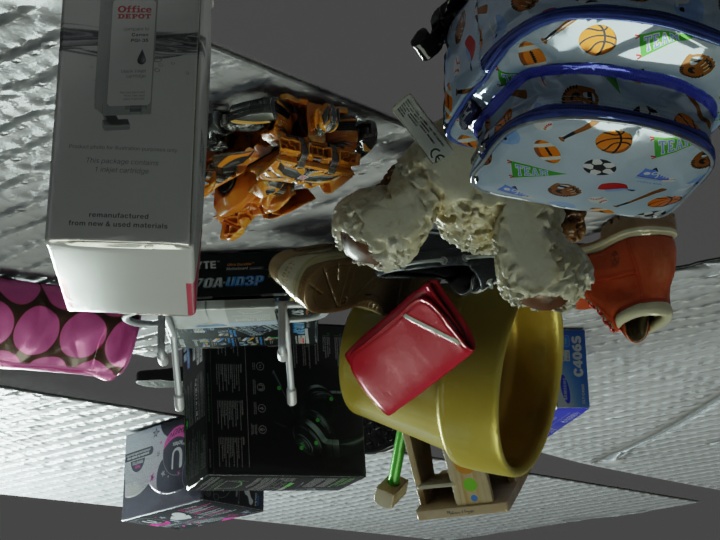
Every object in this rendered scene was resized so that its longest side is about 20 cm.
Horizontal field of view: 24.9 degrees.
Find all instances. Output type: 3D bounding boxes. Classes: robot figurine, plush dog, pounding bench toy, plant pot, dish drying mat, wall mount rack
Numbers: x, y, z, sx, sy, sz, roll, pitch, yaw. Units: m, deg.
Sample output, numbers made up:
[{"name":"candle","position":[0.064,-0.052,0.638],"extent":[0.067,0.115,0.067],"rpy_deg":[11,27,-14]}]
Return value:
[{"name":"robot figurine","position":[-0.077,-0.078,1.241],"extent":[0.144,0.059,0.199],"rpy_deg":[8,161,-36]},{"name":"plush dog","position":[0.090,-0.065,1.237],"extent":[0.197,0.163,0.172],"rpy_deg":[13,-177,5]},{"name":"pounding bench toy","position":[0.094,0.218,2.080],"extent":[0.198,0.158,0.124],"rpy_deg":[-10,-165,23]},{"name":"plant pot","position":[0.087,0.096,1.650],"extent":[0.187,0.203,0.201],"rpy_deg":[6,169,25]},{"name":"dish drying mat","position":[0.043,0.076,1.514],"extent":[0.018,0.077,0.200],"rpy_deg":[-33,174,-32]},{"name":"wall mount rack","position":[-0.127,0.079,1.569],"extent":[0.197,0.076,0.174],"rpy_deg":[-2,162,0]}]

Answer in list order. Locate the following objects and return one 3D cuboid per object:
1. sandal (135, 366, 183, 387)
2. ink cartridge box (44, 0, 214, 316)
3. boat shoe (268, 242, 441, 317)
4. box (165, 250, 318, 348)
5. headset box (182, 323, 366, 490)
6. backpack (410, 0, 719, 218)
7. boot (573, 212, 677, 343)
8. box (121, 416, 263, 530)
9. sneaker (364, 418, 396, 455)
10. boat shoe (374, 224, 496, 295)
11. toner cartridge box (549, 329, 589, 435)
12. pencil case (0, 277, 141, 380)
[{"name":"sandal","position":[-0.176,0.140,1.986],"extent":[0.197,0.046,0.075],"rpy_deg":[-6,163,10]},{"name":"ink cartridge box","position":[-0.130,-0.089,0.947],"extent":[0.082,0.203,0.147],"rpy_deg":[2,163,-4]},{"name":"boat shoe","position":[0.000,0.000,1.528],"extent":[0.064,0.072,0.199],"rpy_deg":[29,-164,38]},{"name":"box","position":[-0.120,0.032,1.629],"extent":[0.157,0.047,0.200],"rpy_deg":[-2,163,-1]},{"name":"headset box","position":[-0.090,0.151,1.812],"extent":[0.198,0.176,0.093],"rpy_deg":[2,163,-21]},{"name":"backpack","position":[0.146,-0.126,0.980],"extent":[0.197,0.156,0.191],"rpy_deg":[4,152,-12]},{"name":"boot","position":[0.239,0.022,1.553],"extent":[0.074,0.109,0.200],"rpy_deg":[0,165,-16]},{"name":"box","position":[-0.239,0.284,2.311],"extent":[0.114,0.134,0.199],"rpy_deg":[16,155,-40]},{"name":"sneaker","position":[0.067,0.215,2.234],"extent":[0.198,0.073,0.083],"rpy_deg":[-11,163,27]},{"name":"boat shoe","position":[0.101,-0.010,1.485],"extent":[0.198,0.069,0.072],"rpy_deg":[7,161,-28]},{"name":"toner cartridge box","position":[0.225,0.141,1.972],"extent":[0.043,0.096,0.200],"rpy_deg":[0,163,-10]},{"name":"pencil case","position":[-0.314,0.061,1.612],"extent":[0.198,0.095,0.090],"rpy_deg":[7,161,-32]}]
